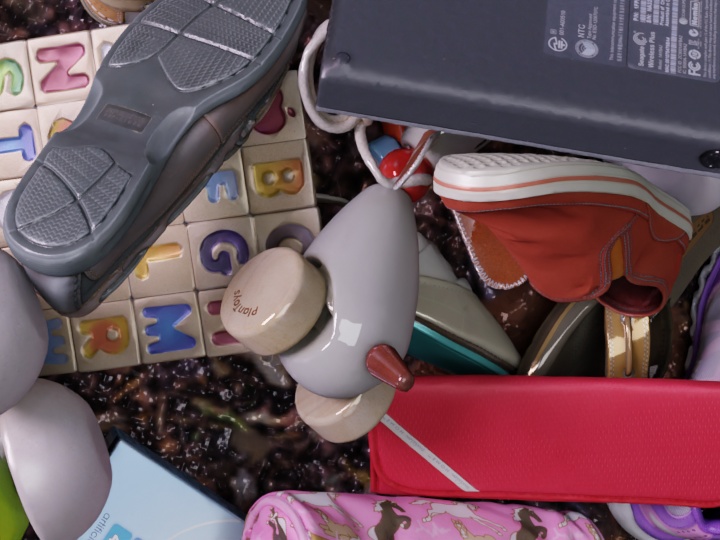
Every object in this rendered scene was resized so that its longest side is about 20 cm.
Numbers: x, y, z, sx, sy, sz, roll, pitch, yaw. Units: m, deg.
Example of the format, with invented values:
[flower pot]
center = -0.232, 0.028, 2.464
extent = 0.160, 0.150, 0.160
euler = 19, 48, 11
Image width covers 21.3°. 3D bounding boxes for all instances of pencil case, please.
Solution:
[pencil case]
center = 0.036, 0.156, 0.962
extent = 0.199, 0.083, 0.087
euler = 7, 68, -33

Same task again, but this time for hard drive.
[hard drive]
center = 0.086, -0.118, 0.871
extent = 0.199, 0.033, 0.140
euler = 10, 56, -2

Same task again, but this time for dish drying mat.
[dish drying mat]
center = 0.102, 0.087, 0.960
extent = 0.199, 0.018, 0.077
euler = 2, 121, 7

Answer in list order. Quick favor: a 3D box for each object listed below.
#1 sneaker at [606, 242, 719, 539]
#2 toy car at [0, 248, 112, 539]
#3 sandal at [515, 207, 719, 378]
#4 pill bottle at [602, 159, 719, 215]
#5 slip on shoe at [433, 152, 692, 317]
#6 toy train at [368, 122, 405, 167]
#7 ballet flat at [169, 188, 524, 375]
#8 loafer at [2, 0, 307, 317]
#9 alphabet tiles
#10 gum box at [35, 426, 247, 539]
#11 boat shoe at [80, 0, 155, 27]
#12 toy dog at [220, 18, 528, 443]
[sneaker]
center = 0.207, 0.062, 1.015
extent = 0.080, 0.088, 0.201
euler = 27, 89, -12
[toy car]
center = -0.222, 0.057, 0.891
extent = 0.174, 0.150, 0.201
euler = -20, 129, -2
[sandal]
center = 0.143, 0.031, 0.999
extent = 0.054, 0.080, 0.200
euler = 37, 82, 31
[pill bottle]
center = 0.207, -0.129, 0.975
extent = 0.200, 0.112, 0.112
euler = -40, 102, -17
[slip on shoe]
center = 0.098, -0.017, 0.886
extent = 0.200, 0.074, 0.062
euler = 18, 79, -57
[toy train]
center = 0.071, -0.137, 0.987
extent = 0.199, 0.056, 0.151
euler = -32, 128, -17
[ballet flat]
center = 0.000, 0.000, 0.980
extent = 0.199, 0.069, 0.070
euler = 19, 92, -13
[loafer]
center = -0.091, -0.064, 0.881
extent = 0.072, 0.063, 0.200
euler = 26, 61, 22
[alphabet tiles]
center = -0.120, -0.035, 0.941
extent = 0.199, 0.006, 0.167
euler = -7, 95, 9
[gum box]
center = -0.092, 0.207, 0.989
extent = 0.200, 0.045, 0.170
euler = 35, 87, -13
[boat shoe]
center = -0.043, -0.168, 0.947
extent = 0.199, 0.068, 0.075
euler = -25, 100, -8
[toy dog]
center = 0.023, -0.012, 0.892
extent = 0.132, 0.096, 0.201
euler = 20, 88, -44
